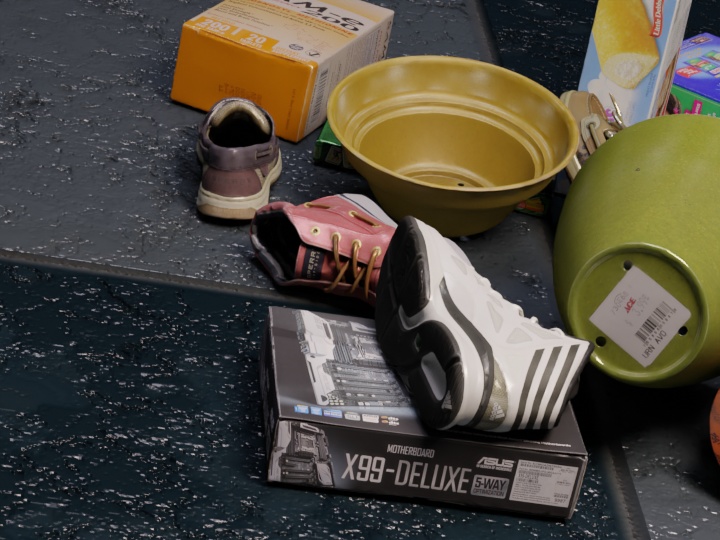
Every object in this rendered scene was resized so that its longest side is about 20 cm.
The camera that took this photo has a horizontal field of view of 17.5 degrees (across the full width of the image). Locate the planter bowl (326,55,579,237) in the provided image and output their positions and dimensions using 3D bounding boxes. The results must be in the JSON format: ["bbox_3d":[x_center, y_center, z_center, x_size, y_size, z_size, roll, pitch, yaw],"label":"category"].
[{"bbox_3d":[0.068,-0.084,1.843,0.198,0.084,0.201,5,35,-4],"label":"planter bowl"}]

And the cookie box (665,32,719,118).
[{"bbox_3d":[0.352,-0.136,2.110,0.199,0.076,0.171,25,27,28],"label":"cookie box"}]

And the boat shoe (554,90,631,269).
[{"bbox_3d":[0.201,-0.072,1.849,0.073,0.062,0.201,43,27,-42],"label":"boat shoe"}]

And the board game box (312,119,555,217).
[{"bbox_3d":[0.065,-0.095,1.956,0.198,0.024,0.105,14,27,4],"label":"board game box"}]

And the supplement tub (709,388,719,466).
[{"bbox_3d":[0.322,0.084,1.567,0.122,0.123,0.199,26,28,29],"label":"supplement tub"}]

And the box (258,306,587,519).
[{"bbox_3d":[0.036,0.090,1.512,0.198,0.050,0.158,8,24,-8],"label":"box"}]

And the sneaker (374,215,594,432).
[{"bbox_3d":[0.081,0.043,1.507,0.114,0.076,0.201,12,30,-21],"label":"sneaker"}]

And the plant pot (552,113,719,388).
[{"bbox_3d":[0.205,0.004,1.578,0.186,0.189,0.200,17,17,12],"label":"plant pot"}]

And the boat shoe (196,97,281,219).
[{"bbox_3d":[-0.095,-0.102,1.847,0.071,0.065,0.200,9,24,-2],"label":"boat shoe"}]

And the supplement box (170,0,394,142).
[{"bbox_3d":[-0.065,-0.189,2.037,0.125,0.074,0.200,19,25,14],"label":"supplement box"}]

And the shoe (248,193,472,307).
[{"bbox_3d":[0.000,0.000,1.673,0.090,0.072,0.200,-6,24,-31],"label":"shoe"}]

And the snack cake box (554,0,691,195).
[{"bbox_3d":[0.225,-0.166,1.965,0.067,0.202,0.115,16,24,10],"label":"snack cake box"}]
